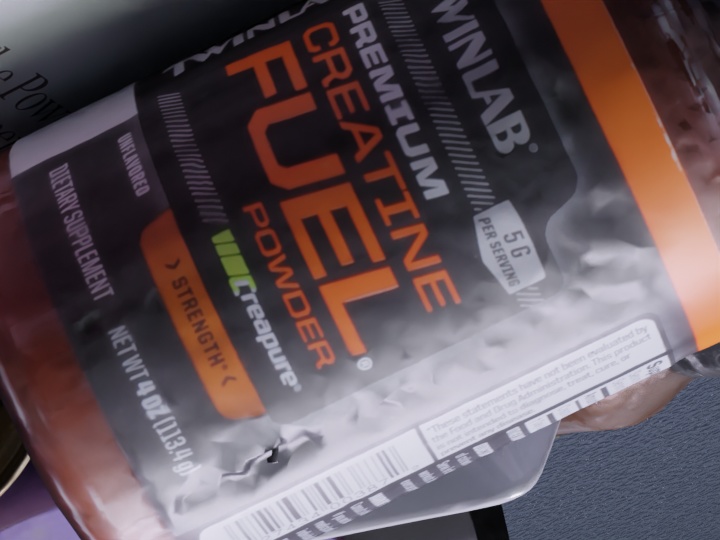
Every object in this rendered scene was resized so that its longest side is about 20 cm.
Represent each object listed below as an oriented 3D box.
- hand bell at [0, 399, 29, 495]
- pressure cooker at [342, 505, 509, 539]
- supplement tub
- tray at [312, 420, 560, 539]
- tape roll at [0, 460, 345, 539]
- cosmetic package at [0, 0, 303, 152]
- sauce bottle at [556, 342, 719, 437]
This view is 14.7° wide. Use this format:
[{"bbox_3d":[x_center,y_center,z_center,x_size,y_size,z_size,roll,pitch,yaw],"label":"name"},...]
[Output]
[{"bbox_3d":[-0.129,0.034,0.863,0.104,0.104,0.200,-22,174,1],"label":"hand bell"},{"bbox_3d":[-0.062,0.124,1.031,0.199,0.179,0.176,-13,142,-26],"label":"pressure cooker"},{"bbox_3d":[0.020,-0.016,0.596,0.199,0.107,0.107,-27,162,3],"label":"supplement tub"},{"bbox_3d":[0.018,-0.008,0.713,0.107,0.022,0.200,-13,-147,30],"label":"tray"},{"bbox_3d":[-0.072,0.157,0.873,0.199,0.201,0.085,-19,-169,-11],"label":"tape roll"},{"bbox_3d":[-0.036,-0.063,0.646,0.150,0.052,0.200,-29,162,10],"label":"cosmetic package"},{"bbox_3d":[0.042,0.013,0.747,0.199,0.065,0.065,-10,173,37],"label":"sauce bottle"}]
